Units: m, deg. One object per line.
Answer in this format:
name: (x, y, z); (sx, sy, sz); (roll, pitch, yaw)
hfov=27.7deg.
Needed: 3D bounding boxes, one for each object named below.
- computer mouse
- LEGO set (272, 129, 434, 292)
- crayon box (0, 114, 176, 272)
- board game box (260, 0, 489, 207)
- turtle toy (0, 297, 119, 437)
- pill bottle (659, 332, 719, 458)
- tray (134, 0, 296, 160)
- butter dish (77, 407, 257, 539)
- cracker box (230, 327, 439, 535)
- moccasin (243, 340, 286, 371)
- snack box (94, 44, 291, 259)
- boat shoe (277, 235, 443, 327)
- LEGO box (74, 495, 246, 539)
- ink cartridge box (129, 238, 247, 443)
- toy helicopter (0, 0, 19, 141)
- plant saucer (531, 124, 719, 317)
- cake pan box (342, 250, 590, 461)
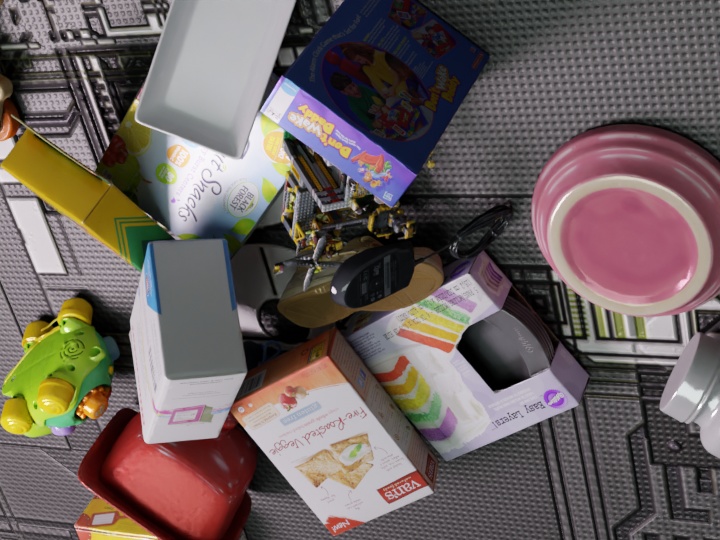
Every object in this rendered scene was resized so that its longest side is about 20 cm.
computer mouse: (0.054, -0.020, 1.353); (0.034, 0.199, 0.059); (47, 149, 38)
LEGO set: (0.002, -0.076, 1.328); (0.152, 0.116, 0.201); (-5, 132, -28)
crayon box: (-0.272, -0.069, 1.451); (0.126, 0.051, 0.200); (33, 172, 28)
board game box: (0.018, -0.160, 1.235); (0.134, 0.200, 0.045); (36, 133, -3)
turtle toy: (-0.351, 0.132, 1.693); (0.101, 0.147, 0.199); (33, 137, -31)
pill bottle: (0.384, 0.138, 1.344); (0.199, 0.113, 0.113); (28, 132, 4)
tray: (-0.125, -0.212, 1.326); (0.106, 0.022, 0.202); (21, 101, 0)
butter dish: (-0.190, 0.208, 1.652); (0.199, 0.200, 0.148); (35, 109, -4)
cracker box: (-0.027, 0.172, 1.525); (0.133, 0.058, 0.200); (-28, 114, 24)
moccasin: (-0.123, 0.116, 1.586); (0.198, 0.081, 0.068); (2, 148, 23)
snack box: (-0.148, -0.122, 1.433); (0.168, 0.068, 0.200); (37, 133, -4)
boat shoe: (0.000, 0.000, 1.453); (0.199, 0.070, 0.074); (-14, 139, 36)
LEGO box: (-0.242, 0.363, 1.841); (0.198, 0.077, 0.150); (3, 126, 24)
ink cartridge box: (-0.178, 0.075, 1.472); (0.084, 0.146, 0.200); (-3, 157, -17)
toy helicopter: (-0.410, -0.225, 1.495); (0.132, 0.079, 0.201); (31, 122, 13)
plant saucer: (0.248, -0.034, 1.321); (0.199, 0.051, 0.202); (14, 130, 17)
cake pan box: (0.108, 0.088, 1.482); (0.199, 0.052, 0.184); (-28, 112, 39)
